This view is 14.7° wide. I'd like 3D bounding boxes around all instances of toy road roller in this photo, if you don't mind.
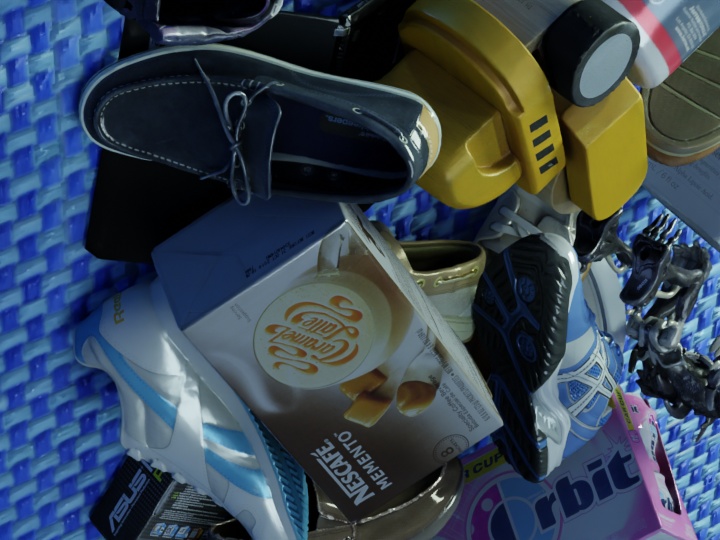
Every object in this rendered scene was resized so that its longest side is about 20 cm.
[{"bbox_3d":[0.075,-0.091,1.623,0.146,0.123,0.200,-43,151,-14],"label":"toy road roller"}]

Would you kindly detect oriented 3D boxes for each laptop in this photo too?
[{"bbox_3d":[-0.053,-0.099,1.616,0.200,0.103,0.177,-42,152,-51],"label":"laptop"}]

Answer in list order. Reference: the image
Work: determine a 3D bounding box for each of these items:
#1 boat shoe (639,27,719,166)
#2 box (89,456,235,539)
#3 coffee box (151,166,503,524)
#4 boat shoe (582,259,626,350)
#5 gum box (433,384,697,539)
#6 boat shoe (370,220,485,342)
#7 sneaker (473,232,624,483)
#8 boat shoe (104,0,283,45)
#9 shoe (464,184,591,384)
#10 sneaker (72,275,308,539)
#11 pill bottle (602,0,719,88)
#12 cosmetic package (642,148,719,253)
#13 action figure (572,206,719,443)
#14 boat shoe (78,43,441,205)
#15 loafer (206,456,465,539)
[{"bbox_3d":[0.220,-0.122,1.744,0.200,0.072,0.068,-55,172,-40],"label":"boat shoe"},{"bbox_3d":[-0.056,0.120,1.784,0.200,0.044,0.160,14,113,-49],"label":"box"},{"bbox_3d":[-0.017,0.040,1.610,0.114,0.080,0.200,-32,131,6],"label":"coffee box"},{"bbox_3d":[0.121,0.054,1.877,0.086,0.075,0.202,-24,147,-21],"label":"boat shoe"},{"bbox_3d":[0.124,0.170,1.880,0.200,0.114,0.066,-30,151,20],"label":"gum box"},{"bbox_3d":[0.000,0.000,1.714,0.200,0.074,0.066,6,107,-48],"label":"boat shoe"},{"bbox_3d":[0.122,0.045,1.759,0.077,0.076,0.200,-29,144,-23],"label":"sneaker"},{"bbox_3d":[-0.054,-0.164,1.485,0.200,0.093,0.075,-16,134,-33],"label":"boat shoe"},{"bbox_3d":[0.102,0.008,1.797,0.053,0.070,0.200,-23,137,-55],"label":"shoe"},{"bbox_3d":[-0.095,0.093,1.655,0.081,0.077,0.200,-26,111,13],"label":"sneaker"},{"bbox_3d":[0.202,-0.217,1.657,0.200,0.120,0.120,-45,143,-3],"label":"pill bottle"},{"bbox_3d":[0.283,-0.105,1.843,0.200,0.113,0.081,-50,143,2],"label":"cosmetic package"},{"bbox_3d":[0.214,0.031,1.787,0.102,0.119,0.200,-48,132,-14],"label":"action figure"},{"bbox_3d":[-0.056,-0.076,1.515,0.200,0.062,0.075,9,121,2],"label":"boat shoe"},{"bbox_3d":[-0.016,0.153,1.754,0.200,0.073,0.071,-31,121,-31],"label":"loafer"}]
